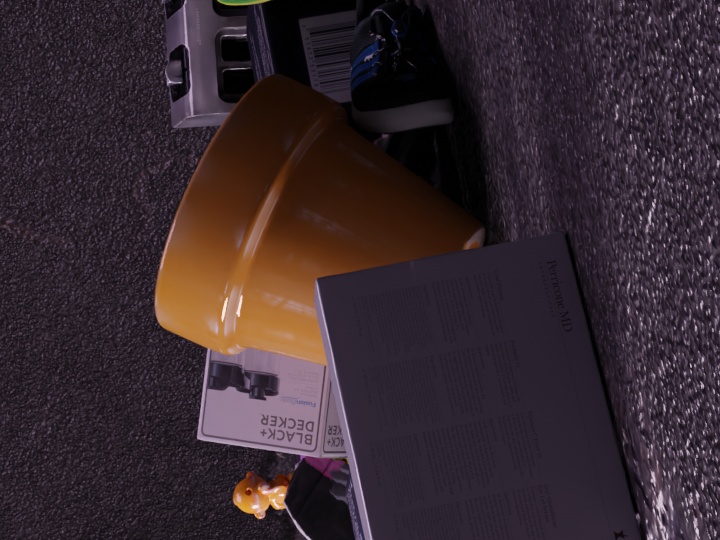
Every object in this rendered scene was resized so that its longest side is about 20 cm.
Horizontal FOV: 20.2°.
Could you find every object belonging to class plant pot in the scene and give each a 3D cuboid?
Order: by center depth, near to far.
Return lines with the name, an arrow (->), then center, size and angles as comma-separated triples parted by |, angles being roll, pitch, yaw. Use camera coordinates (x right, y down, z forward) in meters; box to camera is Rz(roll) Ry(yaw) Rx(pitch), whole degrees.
plant pot -> -0.019, -0.012, 1.435 | 0.201, 0.183, 0.200 | -61, -11, -21

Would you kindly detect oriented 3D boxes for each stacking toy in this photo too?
stacking toy -> -0.020, 0.195, 1.876 | 0.110, 0.199, 0.116 | 99, 158, -72

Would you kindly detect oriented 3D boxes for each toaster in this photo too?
toaster -> -0.093, -0.230, 1.951 | 0.119, 0.199, 0.182 | 179, 88, -81

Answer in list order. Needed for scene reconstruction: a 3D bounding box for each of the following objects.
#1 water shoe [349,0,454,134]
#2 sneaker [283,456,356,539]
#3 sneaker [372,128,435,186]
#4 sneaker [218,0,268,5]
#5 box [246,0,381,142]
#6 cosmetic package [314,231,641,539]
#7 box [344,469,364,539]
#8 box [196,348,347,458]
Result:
water shoe -> 0.021, -0.158, 1.506 | 0.200, 0.071, 0.079 | -118, 20, -68
sneaker -> 0.013, 0.249, 1.809 | 0.200, 0.080, 0.086 | 39, 161, 8
sneaker -> 0.044, -0.028, 1.545 | 0.074, 0.087, 0.201 | 28, -108, -69
sneaker -> -0.058, -0.273, 1.551 | 0.200, 0.083, 0.074 | -31, 60, 39
box -> -0.024, -0.150, 1.707 | 0.200, 0.117, 0.197 | 114, 146, -77
cosmetic package -> 0.066, 0.090, 1.161 | 0.052, 0.150, 0.201 | 95, 163, -74
box -> 0.056, 0.221, 1.670 | 0.200, 0.107, 0.149 | 100, 159, -71
box -> -0.055, 0.043, 1.593 | 0.060, 0.116, 0.201 | 9, -91, -63
